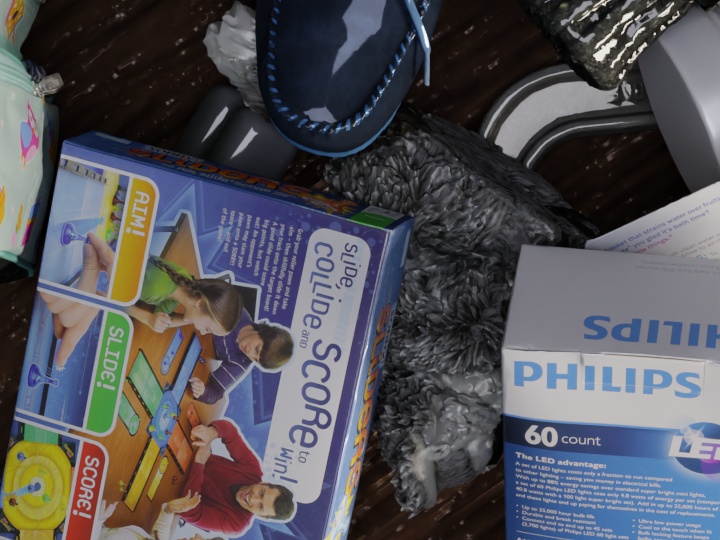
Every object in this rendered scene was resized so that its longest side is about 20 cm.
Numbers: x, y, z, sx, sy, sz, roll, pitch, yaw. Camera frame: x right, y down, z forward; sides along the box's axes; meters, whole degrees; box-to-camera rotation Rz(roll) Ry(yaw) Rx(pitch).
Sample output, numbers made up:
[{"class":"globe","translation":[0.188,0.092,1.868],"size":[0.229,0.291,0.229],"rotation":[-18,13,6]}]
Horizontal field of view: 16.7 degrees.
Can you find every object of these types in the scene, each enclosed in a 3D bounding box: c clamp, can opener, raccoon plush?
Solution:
[{"class":"c clamp","translation":[0.145,-0.009,1.019],"size":[0.198,0.027,0.172],"rotation":[0,99,-2]},{"class":"can opener","translation":[-0.080,0.024,1.015],"size":[0.067,0.053,0.201],"rotation":[27,98,-35]},{"class":"raccoon plush","translation":[0.000,0.000,0.975],"size":[0.199,0.097,0.134],"rotation":[36,104,6]}]

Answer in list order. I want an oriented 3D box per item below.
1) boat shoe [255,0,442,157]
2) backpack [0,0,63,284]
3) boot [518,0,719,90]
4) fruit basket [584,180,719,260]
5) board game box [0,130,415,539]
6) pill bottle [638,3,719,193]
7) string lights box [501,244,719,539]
[{"class":"boat shoe","translation":[0.002,-0.144,0.900],"size":[0.084,0.069,0.201],"rotation":[11,79,-1]},{"class":"backpack","translation":[-0.201,-0.060,0.914],"size":[0.174,0.200,0.154],"rotation":[9,95,-2]},{"class":"boot","translation":[0.135,-0.125,0.866],"size":[0.157,0.211,0.080],"rotation":[-32,110,-3]},{"class":"fruit basket","translation":[0.209,0.006,0.931],"size":[0.184,0.094,0.200],"rotation":[-24,129,23]},{"class":"board game box","translation":[-0.065,0.060,0.940],"size":[0.134,0.034,0.201],"rotation":[16,104,13]},{"class":"pill bottle","translation":[0.214,-0.096,0.955],"size":[0.199,0.113,0.114],"rotation":[-23,99,-4]},{"class":"string lights box","translation":[0.107,0.088,0.926],"size":[0.102,0.059,0.201],"rotation":[5,132,9]}]
